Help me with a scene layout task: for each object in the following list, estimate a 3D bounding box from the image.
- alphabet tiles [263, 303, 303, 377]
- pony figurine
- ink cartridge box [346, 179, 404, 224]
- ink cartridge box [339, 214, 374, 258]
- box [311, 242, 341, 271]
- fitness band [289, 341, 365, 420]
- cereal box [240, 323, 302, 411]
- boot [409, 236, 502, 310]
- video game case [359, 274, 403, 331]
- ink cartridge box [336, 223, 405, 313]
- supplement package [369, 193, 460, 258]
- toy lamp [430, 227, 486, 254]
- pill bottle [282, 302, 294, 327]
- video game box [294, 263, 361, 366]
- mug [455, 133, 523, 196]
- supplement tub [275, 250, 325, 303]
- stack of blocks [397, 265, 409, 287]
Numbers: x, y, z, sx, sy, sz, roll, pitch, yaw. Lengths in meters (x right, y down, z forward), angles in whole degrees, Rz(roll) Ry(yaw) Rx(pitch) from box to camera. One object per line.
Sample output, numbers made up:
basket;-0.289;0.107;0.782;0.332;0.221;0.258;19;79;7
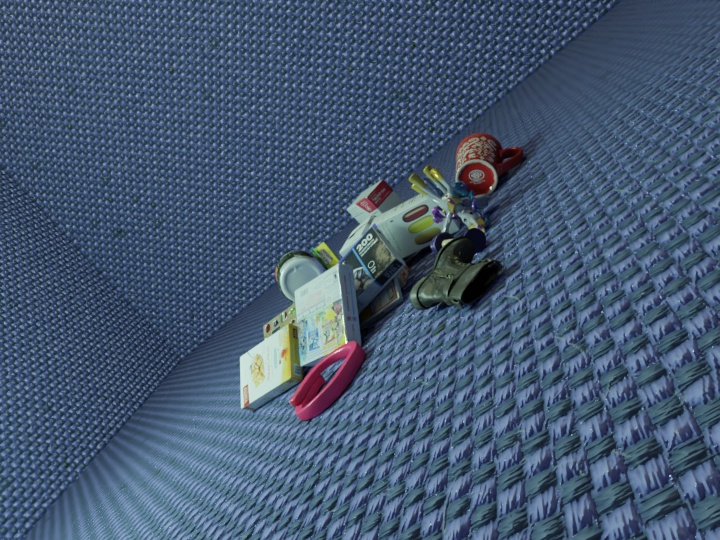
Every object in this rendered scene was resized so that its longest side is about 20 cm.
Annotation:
alphabet tiles;-0.179;0.185;1.642;0.167;0.008;0.201;-35;49;33
pony figurine;0.205;-0.147;1.541;0.167;0.200;0.193;-47;-7;3
ink cartridge box;0.078;-0.144;1.928;0.083;0.200;0.145;-49;11;-23
ink cartridge box;0.034;-0.047;1.805;0.084;0.145;0.200;-38;9;19
box;-0.062;-0.002;1.818;0.048;0.117;0.200;-40;-22;3
fitness band;-0.062;0.213;1.322;0.143;0.037;0.200;-32;13;33
cereal box;-0.217;0.234;1.625;0.200;0.039;0.144;-35;47;33
boot;0.189;0.004;1.205;0.200;0.069;0.174;-50;17;-26
video game case;0.007;0.071;1.557;0.200;0.017;0.143;-37;39;23
ink cartridge box;-0.008;-0.002;1.580;0.198;0.043;0.200;-48;36;11
supplement package;0.140;-0.119;1.715;0.199;0.114;0.110;-27;13;17
toy lamp;0.202;-0.057;1.444;0.058;0.058;0.200;-43;12;-12
pill bottle;-0.139;0.130;1.786;0.112;0.113;0.200;-39;9;10
video game box;-0.076;0.103;1.508;0.200;0.047;0.183;-30;58;50
mug;0.327;-0.286;1.794;0.177;0.133;0.200;-39;12;26
supplement tub;-0.159;0.013;1.775;0.122;0.123;0.200;-41;13;-2
stack of blocks;0.022;0.051;1.662;0.200;0.059;0.115;-38;10;19
